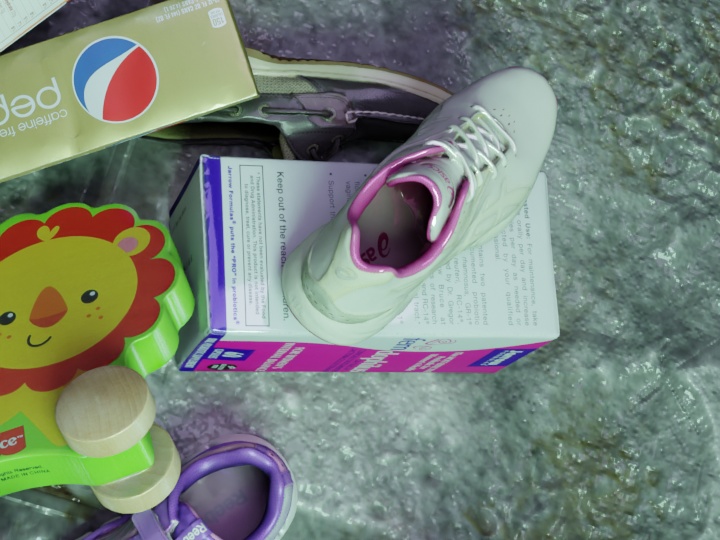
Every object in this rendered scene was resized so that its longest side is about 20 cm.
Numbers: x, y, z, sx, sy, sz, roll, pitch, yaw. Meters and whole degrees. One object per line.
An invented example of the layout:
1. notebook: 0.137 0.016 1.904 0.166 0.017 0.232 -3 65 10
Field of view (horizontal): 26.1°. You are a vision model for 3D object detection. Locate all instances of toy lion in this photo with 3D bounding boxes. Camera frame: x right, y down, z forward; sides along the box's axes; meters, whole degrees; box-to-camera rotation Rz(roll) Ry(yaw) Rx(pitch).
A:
1. toy lion: -0.181 0.048 0.804 0.200 0.069 0.192 -19 47 -2

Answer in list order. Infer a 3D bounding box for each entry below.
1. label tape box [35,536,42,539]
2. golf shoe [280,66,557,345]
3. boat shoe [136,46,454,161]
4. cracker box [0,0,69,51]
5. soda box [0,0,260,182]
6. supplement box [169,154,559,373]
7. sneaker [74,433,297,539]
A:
1. label tape box: -0.226 0.211 0.727 0.066 0.143 0.200 28 68 -8
2. golf shoe: 0.046 -0.043 0.805 0.075 0.092 0.200 43 65 0
3. boat shoe: -0.040 -0.089 0.916 0.201 0.072 0.066 9 77 -9
4. cracker box: -0.252 -0.151 0.801 0.200 0.058 0.134 -40 65 -12
5. soda box: -0.158 -0.093 0.839 0.200 0.068 0.064 -19 96 -1
6. supplement box: 0.000 0.000 0.881 0.200 0.101 0.103 0 74 -16
7. sneaker: -0.107 0.155 0.811 0.200 0.088 0.080 -42 91 -22
